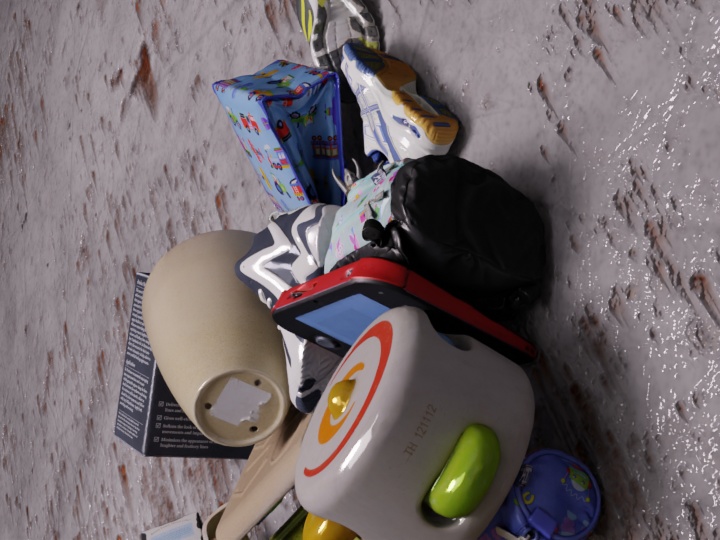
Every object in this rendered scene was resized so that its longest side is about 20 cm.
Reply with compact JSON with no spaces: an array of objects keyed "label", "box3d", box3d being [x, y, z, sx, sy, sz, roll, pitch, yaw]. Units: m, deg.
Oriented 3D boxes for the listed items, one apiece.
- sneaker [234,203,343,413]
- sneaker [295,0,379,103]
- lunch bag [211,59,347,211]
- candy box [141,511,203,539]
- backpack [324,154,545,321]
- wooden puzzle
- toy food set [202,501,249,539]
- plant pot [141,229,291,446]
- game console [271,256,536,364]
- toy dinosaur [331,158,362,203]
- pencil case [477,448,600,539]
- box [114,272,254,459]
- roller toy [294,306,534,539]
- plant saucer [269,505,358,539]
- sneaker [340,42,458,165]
[{"label":"sneaker","box3d":[-0.067,0.031,1.312,0.129,0.079,0.200,11,105,49]},{"label":"sneaker","box3d":[-0.027,-0.265,1.459,0.085,0.074,0.201,104,156,-68]},{"label":"lunch bag","box3d":[-0.069,-0.111,1.432,0.150,0.094,0.201,29,137,61]},{"label":"candy box","box3d":[-0.167,0.388,1.442,0.200,0.071,0.168,-120,11,-61]},{"label":"backpack","box3d":[0.055,-0.025,1.185,0.200,0.166,0.127,-24,42,59]},{"label":"wooden puzzle","box3d":[-0.071,0.177,1.402,0.185,0.046,0.200,-50,16,39]},{"label":"toy food set","box3d":[-0.104,0.358,1.401,0.200,0.060,0.144,-117,9,-53]},{"label":"plant pot","box3d":[-0.132,0.085,1.387,0.200,0.186,0.188,-106,34,-61]},{"label":"game console","box3d":[0.031,0.054,1.173,0.200,0.176,0.031,-20,43,58]},{"label":"toy dinosaur","box3d":[0.000,0.000,1.357,0.102,0.077,0.201,-117,37,-62]},{"label":"pencil case","box3d":[0.109,0.213,1.090,0.078,0.087,0.200,45,139,0]},{"label":"box","box3d":[-0.191,0.111,1.571,0.107,0.148,0.201,14,96,60]},{"label":"roller toy","box3d":[0.035,0.130,1.065,0.200,0.139,0.183,-48,17,44]},{"label":"plant saucer","box3d":[-0.033,0.308,1.355,0.200,0.048,0.200,-52,42,43]},{"label":"sneaker","box3d":[0.021,-0.154,1.330,0.088,0.075,0.200,-67,33,27]}]
